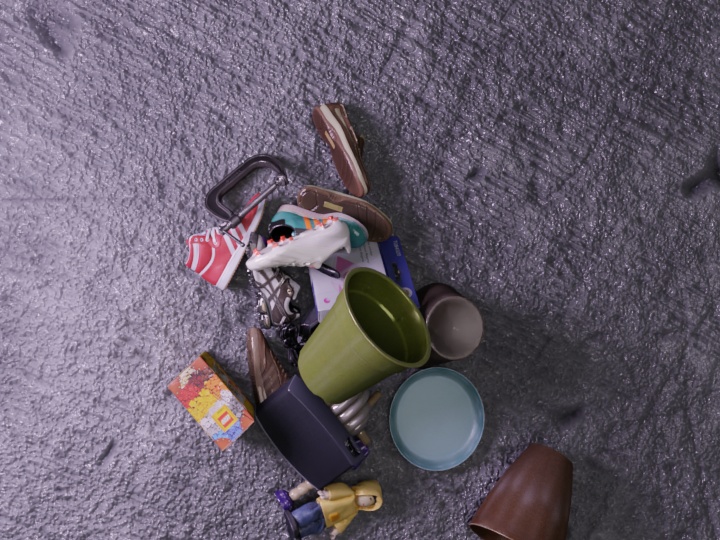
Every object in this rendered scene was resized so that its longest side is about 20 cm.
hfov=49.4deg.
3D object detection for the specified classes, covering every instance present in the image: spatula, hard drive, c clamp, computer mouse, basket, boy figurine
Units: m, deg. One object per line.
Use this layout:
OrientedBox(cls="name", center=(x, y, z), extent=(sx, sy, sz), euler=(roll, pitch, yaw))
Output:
OrientedBox(cls="spatula", center=(-0.121, -0.022, 1.474), extent=(0.196, 0.057, 0.021), euler=(18, 51, 23))
OrientedBox(cls="hard drive", center=(-0.099, 0.306, 1.445), extent=(0.134, 0.042, 0.201), euler=(-38, 94, 26))
OrientedBox(cls="c clamp", center=(-0.210, -0.140, 1.488), extent=(0.169, 0.027, 0.201), euler=(27, 64, 34))
OrientedBox(cls="computer mouse", center=(-0.074, 0.088, 1.517), extent=(0.198, 0.140, 0.053), euler=(-34, 54, -14))
OrientedBox(cls="basket", center=(0.155, 0.109, 1.494), extent=(0.134, 0.200, 0.183), euler=(31, 84, -5))
OrientedBox(cls="boy figurine", center=(-0.047, 0.465, 1.507), extent=(0.196, 0.064, 0.127), euler=(-16, 120, -20))

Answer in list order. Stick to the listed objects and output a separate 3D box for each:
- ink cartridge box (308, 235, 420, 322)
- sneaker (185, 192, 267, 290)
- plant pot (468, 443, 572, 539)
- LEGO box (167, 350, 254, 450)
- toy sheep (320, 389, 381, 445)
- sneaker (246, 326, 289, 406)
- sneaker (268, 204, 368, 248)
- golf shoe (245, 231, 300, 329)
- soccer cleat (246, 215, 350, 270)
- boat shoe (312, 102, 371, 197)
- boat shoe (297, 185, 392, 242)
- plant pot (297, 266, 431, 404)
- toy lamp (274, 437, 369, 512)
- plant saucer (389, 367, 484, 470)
OrientedBox(cls="ink cartridge box", center=(0.000, 0.000, 1.499), extent=(0.195, 0.044, 0.199), euler=(-9, 48, -8))
OrientedBox(cls="sneaker", center=(-0.263, -0.076, 1.506), extent=(0.111, 0.071, 0.203), euler=(27, 86, -9))
OrientedBox(cls="plant pot", center=(0.335, 0.451, 1.532), extent=(0.185, 0.187, 0.202), euler=(32, 69, -6))
OrientedBox(cls="LEGO box", center=(-0.267, 0.232, 1.427), extent=(0.077, 0.200, 0.150), euler=(-41, 93, -8))
OrientedBox(cls="toy sheep", center=(-0.037, 0.249, 1.498), extent=(0.137, 0.138, 0.201), euler=(-38, 94, -8))
OrientedBox(cls="sneaker", center=(-0.173, 0.205, 1.516), extent=(0.074, 0.070, 0.205), euler=(-10, 96, -19))
OrientedBox(cls="sneaker", center=(-0.084, -0.065, 1.487), extent=(0.196, 0.072, 0.081), euler=(12, 48, 20))
OrientedBox(cls="golf shoe", center=(-0.164, 0.013, 1.485), extent=(0.092, 0.078, 0.204), euler=(-8, 122, 1))
OrientedBox(cls="soccer cleat", center=(-0.108, -0.031, 1.410), extent=(0.196, 0.069, 0.079), euler=(-23, 105, -11))
OrientedBox(cls="boat shoe", center=(-0.019, -0.245, 1.541), extent=(0.074, 0.075, 0.206), euler=(-23, 82, -23))
OrientedBox(cls="boat shoe", center=(-0.025, -0.121, 1.538), extent=(0.197, 0.076, 0.073), euler=(26, 107, 1))
OrientedBox(cls="plant pot", center=(-0.009, 0.133, 1.367), extent=(0.200, 0.200, 0.190), euler=(44, 120, -4))
OrientedBox(cls="toy lamp", center=(-0.070, 0.396, 1.522), extent=(0.198, 0.058, 0.059), euler=(-34, 92, -6))
OrientedBox(cls="plant saucer", center=(0.152, 0.297, 1.573), extent=(0.195, 0.027, 0.205), euler=(0, 87, -8))
